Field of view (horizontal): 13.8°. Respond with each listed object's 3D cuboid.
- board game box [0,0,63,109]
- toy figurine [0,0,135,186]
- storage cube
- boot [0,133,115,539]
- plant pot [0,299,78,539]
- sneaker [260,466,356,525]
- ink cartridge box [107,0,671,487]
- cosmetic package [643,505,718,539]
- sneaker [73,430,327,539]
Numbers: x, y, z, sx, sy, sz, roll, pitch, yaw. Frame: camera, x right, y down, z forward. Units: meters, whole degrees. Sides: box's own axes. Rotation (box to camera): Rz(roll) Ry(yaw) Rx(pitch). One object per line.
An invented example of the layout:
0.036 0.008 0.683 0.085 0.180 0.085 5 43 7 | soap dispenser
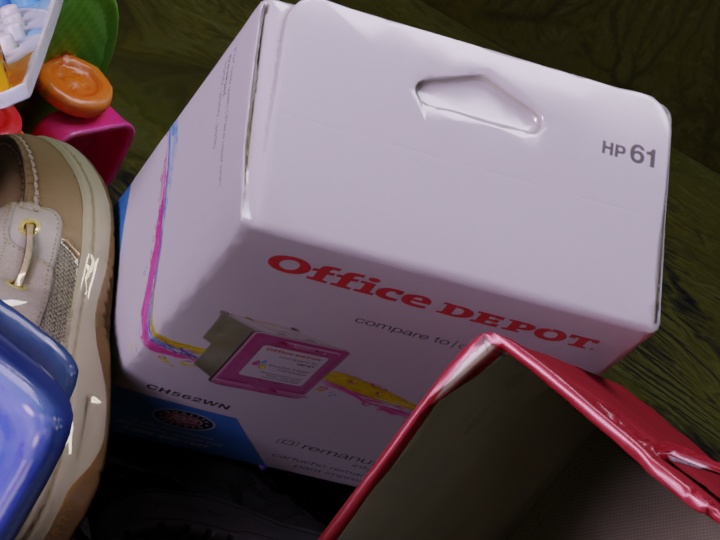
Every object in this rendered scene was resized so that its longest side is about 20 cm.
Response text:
-0.208 -0.066 1.048 0.200 0.199 0.026 -98 174 -74 | board game box
-0.111 0.000 1.173 0.184 0.150 0.200 44 36 19 | toy figurine
0.071 0.145 0.899 0.171 0.200 0.180 37 5 19 | storage cube
-0.166 0.003 1.019 0.154 0.072 0.200 18 35 -21 | boot
-0.180 0.047 0.602 0.200 0.200 0.180 34 4 -1 | plant pot
0.020 0.111 1.240 0.199 0.081 0.084 20 29 -16 | sneaker
0.000 0.000 1.008 0.144 0.085 0.200 14 -26 -15 | ink cartridge box
0.138 0.171 1.056 0.200 0.103 0.087 52 10 -9 | cosmetic package
-0.044 0.096 1.097 0.199 0.060 0.104 22 18 -24 | sneaker
